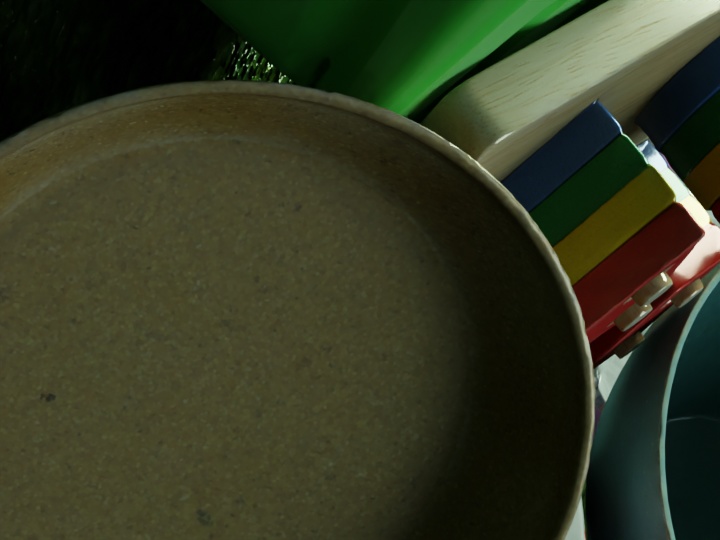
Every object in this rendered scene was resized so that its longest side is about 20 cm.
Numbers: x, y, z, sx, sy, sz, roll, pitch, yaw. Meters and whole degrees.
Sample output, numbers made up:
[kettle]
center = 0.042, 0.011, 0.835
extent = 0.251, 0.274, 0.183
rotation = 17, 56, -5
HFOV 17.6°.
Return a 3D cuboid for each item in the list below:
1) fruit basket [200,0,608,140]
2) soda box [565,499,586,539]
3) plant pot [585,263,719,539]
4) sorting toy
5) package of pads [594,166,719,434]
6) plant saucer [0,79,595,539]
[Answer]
[fruit basket]
center = 0.043, -0.152, 0.624
extent = 0.216, 0.155, 0.216
rotation = -46, 170, -10
[soda box]
center = 0.044, 0.091, 0.774
extent = 0.200, 0.063, 0.069
rotation = -88, 171, -60
[plant pot]
center = 0.160, 0.089, 0.850
extent = 0.201, 0.200, 0.135
rotation = -58, -167, -26
[sorting toy]
center = 0.067, -0.012, 0.705
extent = 0.200, 0.070, 0.199
rotation = -31, 169, -38
[package of pads]
center = 0.095, 0.018, 1.005
extent = 0.121, 0.076, 0.200
rotation = -50, -176, -15
[plant saucer]
center = -0.040, 0.039, 0.594
extent = 0.035, 0.199, 0.201
rotation = -113, -142, -62
